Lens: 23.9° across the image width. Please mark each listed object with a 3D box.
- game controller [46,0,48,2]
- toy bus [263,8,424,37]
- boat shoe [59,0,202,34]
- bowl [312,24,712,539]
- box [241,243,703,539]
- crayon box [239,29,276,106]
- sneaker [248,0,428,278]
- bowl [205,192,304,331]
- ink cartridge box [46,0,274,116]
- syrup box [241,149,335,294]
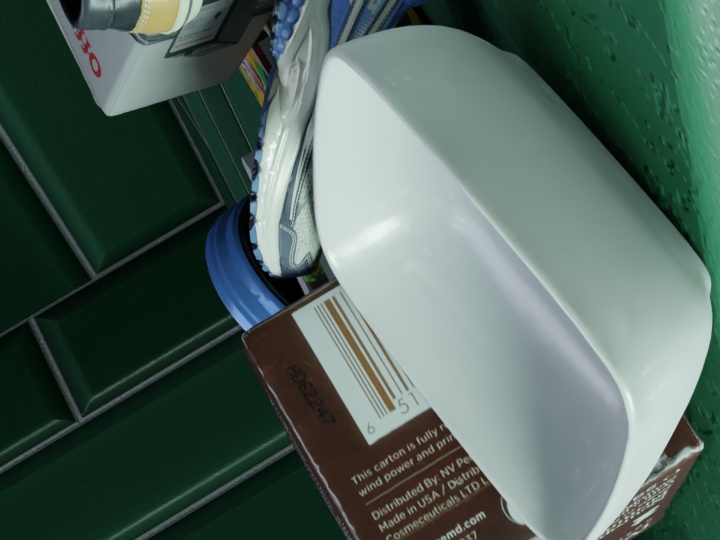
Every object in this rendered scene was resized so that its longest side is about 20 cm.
[{"bbox_3d":[-0.122,-0.201,1.039,0.042,0.199,0.105,-36,-55,-54],"label":"game controller"},{"bbox_3d":[-0.010,-0.127,0.905,0.201,0.065,0.078,57,174,29],"label":"toy bus"},{"bbox_3d":[-0.137,-0.188,0.761,0.201,0.062,0.075,62,151,17],"label":"boat shoe"},{"bbox_3d":[0.064,0.001,0.702,0.200,0.074,0.200,50,161,20],"label":"bowl"},{"bbox_3d":[0.057,0.084,0.880,0.165,0.165,0.200,57,175,17],"label":"box"},{"bbox_3d":[-0.075,-0.186,1.222,0.201,0.058,0.173,59,174,10],"label":"crayon box"},{"bbox_3d":[-0.004,-0.072,0.784,0.077,0.084,0.201,-85,5,-49],"label":"sneaker"},{"bbox_3d":[-0.031,0.010,1.386,0.200,0.039,0.201,28,-149,-18],"label":"bowl"},{"bbox_3d":[-0.098,-0.191,0.841,0.147,0.084,0.200,64,150,12],"label":"ink cartridge box"},{"bbox_3d":[0.000,0.000,1.133,0.082,0.078,0.201,55,171,53],"label":"syrup box"}]
